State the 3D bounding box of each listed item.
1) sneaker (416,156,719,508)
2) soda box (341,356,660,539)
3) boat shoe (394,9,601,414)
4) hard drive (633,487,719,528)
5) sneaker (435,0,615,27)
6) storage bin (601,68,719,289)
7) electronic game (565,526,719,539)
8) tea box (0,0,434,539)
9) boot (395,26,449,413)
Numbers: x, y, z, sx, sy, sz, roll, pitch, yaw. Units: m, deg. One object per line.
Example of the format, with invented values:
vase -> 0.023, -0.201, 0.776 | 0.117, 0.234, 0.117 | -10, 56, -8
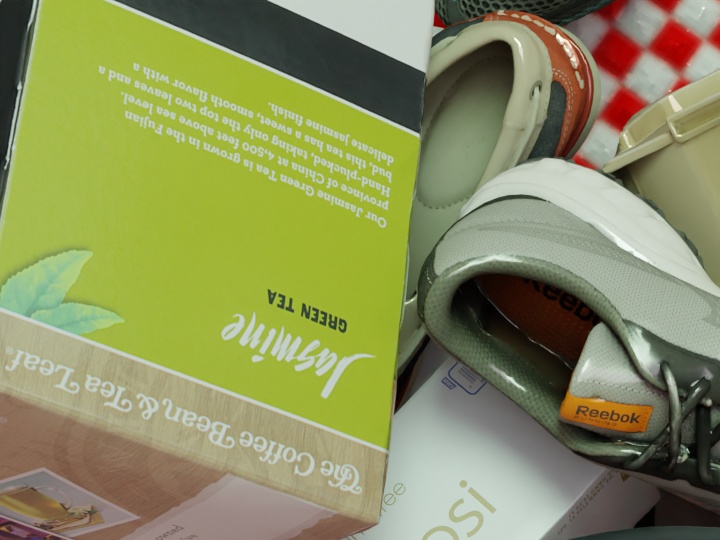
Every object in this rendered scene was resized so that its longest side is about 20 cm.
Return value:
sneaker -> 0.103, 0.041, 0.774 | 0.200, 0.079, 0.074 | 27, 119, 16
soda box -> 0.001, 0.111, 0.846 | 0.200, 0.068, 0.064 | -45, 66, -8
boat shoe -> 0.000, 0.000, 0.880 | 0.071, 0.063, 0.200 | 43, 106, 12
hard drive -> 0.181, 0.145, 0.909 | 0.200, 0.140, 0.033 | 25, 104, 0
sneaker -> 0.092, -0.141, 0.978 | 0.078, 0.091, 0.200 | 47, 53, 8
storage bin -> 0.204, 0.006, 0.833 | 0.198, 0.094, 0.200 | -26, 94, 14
electronic game -> 0.078, 0.155, 0.800 | 0.200, 0.042, 0.200 | -3, 124, -4
tea box -> -0.092, -0.004, 0.835 | 0.134, 0.200, 0.197 | 23, 60, -27
boot -> 0.004, 0.012, 0.952 | 0.096, 0.074, 0.200 | 16, 98, 26
